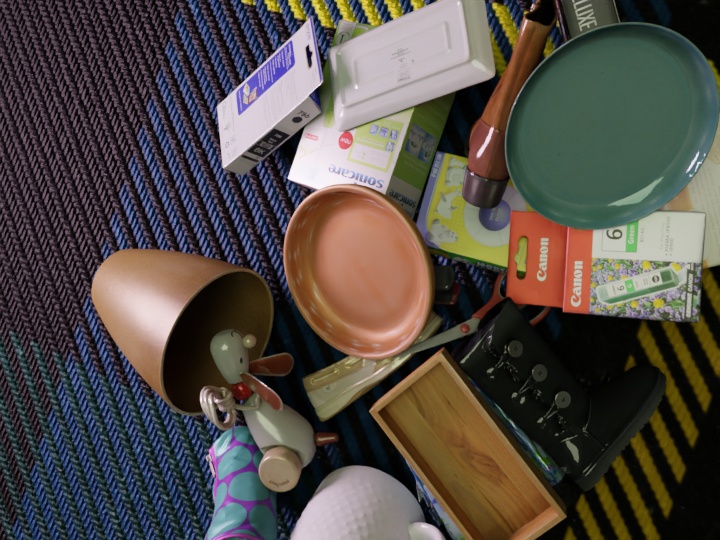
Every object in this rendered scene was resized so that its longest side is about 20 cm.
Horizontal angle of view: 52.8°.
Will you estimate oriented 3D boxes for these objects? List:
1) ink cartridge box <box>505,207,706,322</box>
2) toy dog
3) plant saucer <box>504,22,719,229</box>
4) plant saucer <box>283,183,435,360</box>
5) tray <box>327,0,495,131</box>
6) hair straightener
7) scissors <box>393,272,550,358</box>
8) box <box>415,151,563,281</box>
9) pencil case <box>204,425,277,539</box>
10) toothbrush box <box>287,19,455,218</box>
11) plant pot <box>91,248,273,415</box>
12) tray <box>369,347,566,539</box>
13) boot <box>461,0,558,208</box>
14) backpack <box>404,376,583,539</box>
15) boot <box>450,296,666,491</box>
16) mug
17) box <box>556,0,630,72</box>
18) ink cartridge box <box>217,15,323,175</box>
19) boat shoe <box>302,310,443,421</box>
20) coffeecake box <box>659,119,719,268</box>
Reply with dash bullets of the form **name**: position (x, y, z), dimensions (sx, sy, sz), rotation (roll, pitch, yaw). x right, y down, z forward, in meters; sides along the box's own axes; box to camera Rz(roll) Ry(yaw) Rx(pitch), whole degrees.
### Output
- **ink cartridge box**: position (0.251, -0.009, 0.763), dimensions (0.196, 0.050, 0.112), rotation (4, 92, 19)
- **toy dog**: position (-0.095, 0.159, 0.850), dimensions (0.095, 0.133, 0.202), rotation (-23, 124, 11)
- **plant saucer**: position (0.232, -0.133, 0.682), dimensions (0.195, 0.028, 0.204), rotation (0, 123, 1)
- **plant saucer**: position (0.000, 0.000, 0.818), dimensions (0.197, 0.037, 0.205), rotation (13, 114, 30)
- **tray**: position (0.047, -0.233, 0.796), dimensions (0.197, 0.022, 0.110), rotation (-14, 76, 28)
- **hair straightener**: position (0.020, 0.004, 0.885), dimensions (0.196, 0.077, 0.042), rotation (6, 61, 21)
- **scissors**: position (0.134, 0.068, 0.835), dimensions (0.198, 0.014, 0.074), rotation (-34, 74, -17)
- **box**: position (0.169, -0.058, 0.850), dimensions (0.196, 0.048, 0.120), rotation (15, 83, 14)
- **pencil case**: position (-0.142, 0.276, 0.854), dimensions (0.090, 0.201, 0.087), rotation (9, 111, -12)
- **toothbrush box**: position (0.018, -0.178, 0.868), dimensions (0.144, 0.086, 0.204), rotation (22, 95, 32)
- **plant pot**: position (-0.242, 0.050, 0.913), dimensions (0.198, 0.185, 0.190), rotation (25, 94, 29)
- **tray**: position (0.109, 0.191, 0.743), dimensions (0.098, 0.037, 0.201), rotation (-39, 87, 14)
- **boot**: position (0.156, -0.195, 0.763), dimensions (0.067, 0.189, 0.203), rotation (19, 126, 12)
- **backpack**: position (0.125, 0.207, 0.821), dimensions (0.162, 0.153, 0.202), rotation (-36, 66, 18)
- **boot**: position (0.216, 0.106, 0.787), dimensions (0.200, 0.066, 0.165), rotation (43, 72, 1)
- **mug**: position (0.004, 0.325, 0.792), dimensions (0.196, 0.175, 0.150), rotation (-15, 105, 26)
- **box**: position (0.238, -0.261, 0.768), dimensions (0.049, 0.199, 0.161), rotation (-14, 83, 18)
- **ink cartridge box**: position (-0.104, -0.210, 0.893), dimensions (0.198, 0.039, 0.101), rotation (-30, 59, 39)
- **boat shoe**: position (0.009, 0.102, 0.881), dimensions (0.199, 0.074, 0.070), rotation (-39, 84, 11)
- **coffeecake box**: position (0.416, -0.095, 0.775), dimensions (0.196, 0.073, 0.157), rotation (-14, 86, 14)
